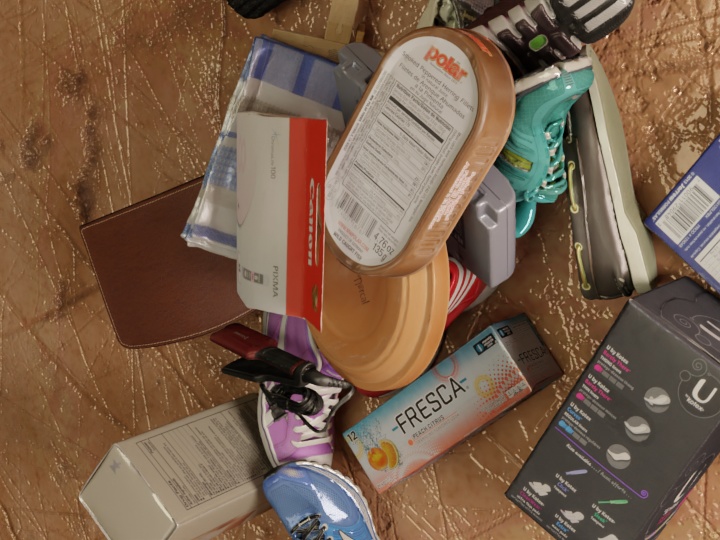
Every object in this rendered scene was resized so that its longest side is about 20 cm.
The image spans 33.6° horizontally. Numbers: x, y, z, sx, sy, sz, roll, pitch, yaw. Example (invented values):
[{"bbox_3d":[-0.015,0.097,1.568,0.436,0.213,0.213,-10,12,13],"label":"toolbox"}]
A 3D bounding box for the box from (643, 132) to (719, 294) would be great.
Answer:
[{"bbox_3d":[0.322,-0.012,0.882,0.200,0.032,0.121,48,122,20],"label":"box"}]

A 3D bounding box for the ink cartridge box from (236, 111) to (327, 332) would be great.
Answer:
[{"bbox_3d":[-0.068,-0.045,0.957,0.057,0.200,0.163,0,98,-8],"label":"ink cartridge box"}]

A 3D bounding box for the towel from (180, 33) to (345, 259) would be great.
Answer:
[{"bbox_3d":[-0.060,-0.094,1.065,0.147,0.024,0.200,19,96,-10],"label":"towel"}]

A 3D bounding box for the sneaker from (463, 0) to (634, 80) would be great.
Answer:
[{"bbox_3d":[0.130,-0.195,0.940,0.200,0.116,0.076,-27,119,31],"label":"sneaker"}]

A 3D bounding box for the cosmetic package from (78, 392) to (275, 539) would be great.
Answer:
[{"bbox_3d":[-0.156,0.201,1.154,0.103,0.200,0.087,49,121,19],"label":"cosmetic package"}]

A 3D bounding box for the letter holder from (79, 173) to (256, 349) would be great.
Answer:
[{"bbox_3d":[-0.158,-0.010,1.179,0.200,0.101,0.142,-18,91,36],"label":"letter holder"}]

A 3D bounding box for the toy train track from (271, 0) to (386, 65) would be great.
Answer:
[{"bbox_3d":[-0.032,-0.164,1.098,0.115,0.033,0.200,12,117,-4],"label":"toy train track"}]

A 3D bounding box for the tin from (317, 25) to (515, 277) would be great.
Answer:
[{"bbox_3d":[0.036,-0.084,0.874,0.112,0.042,0.200,43,117,27],"label":"tin"}]

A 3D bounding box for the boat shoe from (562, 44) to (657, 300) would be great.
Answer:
[{"bbox_3d":[0.182,-0.075,0.941,0.061,0.072,0.201,-13,94,25],"label":"boat shoe"}]

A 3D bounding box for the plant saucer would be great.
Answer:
[{"bbox_3d":[0.000,0.000,0.977,0.200,0.032,0.200,15,108,54],"label":"plant saucer"}]

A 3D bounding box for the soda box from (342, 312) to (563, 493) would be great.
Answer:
[{"bbox_3d":[0.079,0.120,1.059,0.200,0.064,0.068,-39,76,33],"label":"soda box"}]

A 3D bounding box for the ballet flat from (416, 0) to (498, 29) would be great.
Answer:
[{"bbox_3d":[0.072,-0.153,1.005,0.072,0.072,0.200,10,103,33],"label":"ballet flat"}]

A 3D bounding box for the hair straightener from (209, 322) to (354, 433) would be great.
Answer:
[{"bbox_3d":[-0.066,0.100,1.072,0.200,0.041,0.077,11,122,51],"label":"hair straightener"}]

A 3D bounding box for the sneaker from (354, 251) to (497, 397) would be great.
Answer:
[{"bbox_3d":[0.030,0.047,1.046,0.078,0.116,0.200,47,121,19],"label":"sneaker"}]

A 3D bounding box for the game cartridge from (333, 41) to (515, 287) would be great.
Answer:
[{"bbox_3d":[0.054,-0.082,0.960,0.200,0.041,0.133,49,163,25],"label":"game cartridge"}]

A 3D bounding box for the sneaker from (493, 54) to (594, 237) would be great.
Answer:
[{"bbox_3d":[0.135,-0.093,0.904,0.080,0.077,0.200,64,161,19],"label":"sneaker"}]

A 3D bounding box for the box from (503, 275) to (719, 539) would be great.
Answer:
[{"bbox_3d":[0.221,0.120,0.922,0.106,0.122,0.200,39,119,23],"label":"box"}]

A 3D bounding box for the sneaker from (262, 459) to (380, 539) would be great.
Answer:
[{"bbox_3d":[-0.021,0.263,1.110,0.079,0.089,0.200,-37,95,27],"label":"sneaker"}]

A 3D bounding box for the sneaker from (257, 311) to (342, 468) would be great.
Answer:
[{"bbox_3d":[-0.046,0.116,1.115,0.114,0.073,0.201,7,105,61],"label":"sneaker"}]

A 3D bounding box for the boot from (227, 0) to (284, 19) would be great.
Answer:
[{"bbox_3d":[-0.078,-0.345,1.070,0.158,0.079,0.211,-11,93,36],"label":"boot"}]
